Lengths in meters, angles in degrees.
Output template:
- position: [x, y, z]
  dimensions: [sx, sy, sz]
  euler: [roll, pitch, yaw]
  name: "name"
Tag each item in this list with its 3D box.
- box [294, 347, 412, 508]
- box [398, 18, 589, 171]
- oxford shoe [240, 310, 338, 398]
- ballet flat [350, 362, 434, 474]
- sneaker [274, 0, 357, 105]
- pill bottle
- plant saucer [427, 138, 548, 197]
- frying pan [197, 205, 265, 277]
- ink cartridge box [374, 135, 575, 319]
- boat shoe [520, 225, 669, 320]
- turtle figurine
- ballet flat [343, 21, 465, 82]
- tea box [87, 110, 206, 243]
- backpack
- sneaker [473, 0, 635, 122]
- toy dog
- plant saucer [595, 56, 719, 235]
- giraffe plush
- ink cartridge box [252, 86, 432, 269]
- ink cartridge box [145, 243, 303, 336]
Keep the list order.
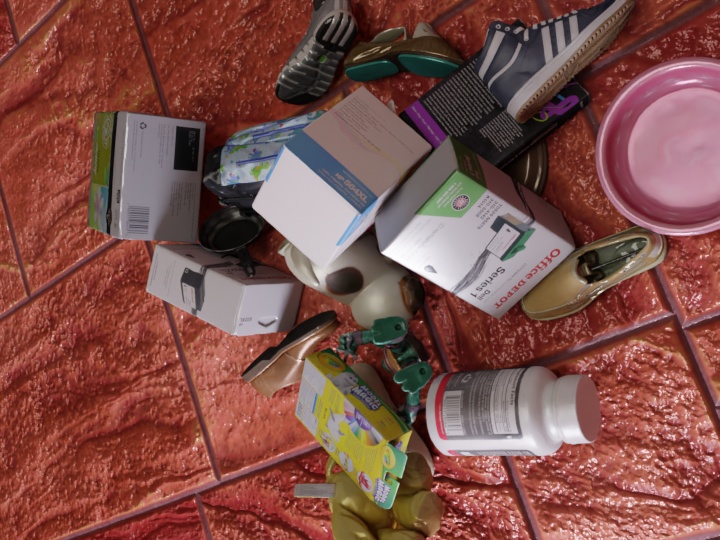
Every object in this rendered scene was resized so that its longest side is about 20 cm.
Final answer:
- position: [-0.006, 0.207, 1.091]
  dimensions: [0.200, 0.048, 0.117]
  euler: [44, 136, 35]
  name: "box"
- position: [0.169, -0.206, 1.063]
  dimensions: [0.200, 0.036, 0.143]
  euler: [-38, 69, 9]
  name: "box"
- position: [-0.095, 0.131, 1.290]
  dimensions: [0.200, 0.071, 0.071]
  euler: [-39, 98, 29]
  name: "oxford shoe"
- position: [0.029, 0.223, 1.195]
  dimensions: [0.069, 0.069, 0.200]
  euler: [-46, 67, 27]
  name: "ballet flat"
- position: [-0.063, -0.344, 1.251]
  dimensions: [0.200, 0.075, 0.116]
  euler: [-40, 40, 46]
  name: "sneaker"
- position: [0.193, 0.178, 1.051]
  dimensions: [0.200, 0.111, 0.111]
  euler: [-9, 86, 35]
  name: "pill bottle"
- position: [0.154, -0.142, 1.119]
  dimensions: [0.200, 0.029, 0.201]
  euler: [2, 93, 36]
  name: "plant saucer"
- position: [-0.180, -0.051, 1.312]
  dimensions: [0.190, 0.115, 0.031]
  euler: [31, 150, 40]
  name: "frying pan"
- position: [0.141, -0.047, 1.021]
  dimensions: [0.146, 0.200, 0.084]
  euler: [-48, 29, 28]
  name: "ink cartridge box"
- position: [0.271, 0.001, 1.012]
  dimensions: [0.200, 0.076, 0.072]
  euler: [-36, 72, 30]
  name: "boat shoe"
- position: [0.042, 0.122, 1.102]
  dimensions: [0.150, 0.200, 0.101]
  euler: [43, 75, 6]
  name: "turtle figurine"
- position: [0.065, -0.308, 1.163]
  dimensions: [0.200, 0.068, 0.072]
  euler: [5, 76, 39]
  name: "ballet flat"
- position: [-0.359, -0.156, 1.378]
  dimensions: [0.197, 0.133, 0.200]
  euler: [14, 100, 57]
  name: "tea box"
- position: [-0.101, -0.155, 1.224]
  dimensions: [0.200, 0.163, 0.154]
  euler: [4, 78, 28]
  name: "backpack"
- position: [0.228, -0.284, 1.006]
  dimensions: [0.200, 0.070, 0.109]
  euler: [-43, 71, 4]
  name: "sneaker"
- position: [0.000, 0.000, 1.146]
  dimensions: [0.200, 0.194, 0.140]
  euler: [43, 103, -10]
  name: "toy dog"
- position: [0.373, -0.139, 0.947]
  dimensions: [0.200, 0.051, 0.201]
  euler: [-1, 88, 33]
  name: "plant saucer"
- position: [0.018, 0.351, 1.157]
  dimensions: [0.200, 0.162, 0.173]
  euler: [12, 56, 19]
  name: "giraffe plush"
- position: [-0.014, -0.125, 1.055]
  dimensions: [0.125, 0.200, 0.129]
  euler: [42, 140, 4]
  name: "ink cartridge box"
- position: [-0.212, 0.025, 1.307]
  dimensions: [0.200, 0.145, 0.084]
  euler: [22, 103, 32]
  name: "ink cartridge box"
